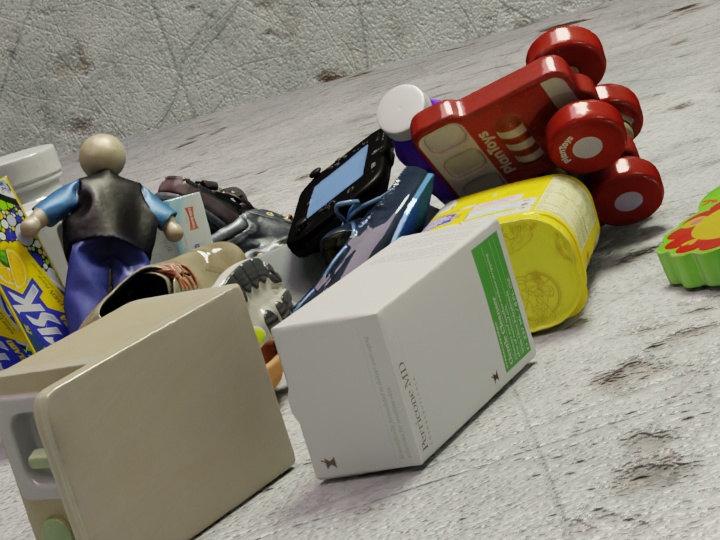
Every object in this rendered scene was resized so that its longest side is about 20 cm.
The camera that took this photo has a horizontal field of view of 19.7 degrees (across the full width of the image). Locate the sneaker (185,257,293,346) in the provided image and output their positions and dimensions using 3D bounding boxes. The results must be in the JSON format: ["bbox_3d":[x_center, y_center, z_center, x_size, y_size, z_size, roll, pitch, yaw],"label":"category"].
[{"bbox_3d":[-0.124,0.059,1.523,0.080,0.078,0.200,-36,-4,36],"label":"sneaker"}]

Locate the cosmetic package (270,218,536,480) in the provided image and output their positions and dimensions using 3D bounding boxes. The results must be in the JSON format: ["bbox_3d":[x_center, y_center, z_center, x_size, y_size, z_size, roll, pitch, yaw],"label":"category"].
[{"bbox_3d":[0.032,0.049,1.372,0.084,0.108,0.200,-10,15,29],"label":"cosmetic package"}]

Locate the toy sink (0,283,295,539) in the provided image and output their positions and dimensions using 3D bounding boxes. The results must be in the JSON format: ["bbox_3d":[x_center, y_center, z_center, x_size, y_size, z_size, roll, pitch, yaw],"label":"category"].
[{"bbox_3d":[-0.155,0.107,1.320,0.112,0.131,0.200,-9,15,37],"label":"toy sink"}]

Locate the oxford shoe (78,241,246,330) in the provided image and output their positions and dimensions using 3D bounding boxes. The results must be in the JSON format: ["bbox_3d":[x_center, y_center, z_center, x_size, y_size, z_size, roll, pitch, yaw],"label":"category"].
[{"bbox_3d":[-0.145,0.023,1.620,0.200,0.070,0.075,-41,-14,-46],"label":"oxford shoe"}]

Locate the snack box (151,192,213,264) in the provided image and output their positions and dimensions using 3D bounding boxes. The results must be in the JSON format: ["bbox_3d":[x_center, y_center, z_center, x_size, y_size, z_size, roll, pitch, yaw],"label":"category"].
[{"bbox_3d":[-0.175,0.003,1.826,0.037,0.117,0.200,-15,2,-25],"label":"snack box"}]

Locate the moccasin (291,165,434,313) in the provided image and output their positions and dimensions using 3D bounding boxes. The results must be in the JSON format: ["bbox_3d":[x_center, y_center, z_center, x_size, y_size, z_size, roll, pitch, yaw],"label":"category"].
[{"bbox_3d":[-0.003,-0.015,1.624,0.068,0.081,0.200,19,49,16],"label":"moccasin"}]

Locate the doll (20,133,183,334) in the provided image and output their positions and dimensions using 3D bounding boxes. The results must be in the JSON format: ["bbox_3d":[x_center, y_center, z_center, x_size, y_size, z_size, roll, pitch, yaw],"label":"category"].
[{"bbox_3d":[-0.211,-0.024,1.692,0.136,0.201,0.048,6,-27,-19],"label":"doll"}]

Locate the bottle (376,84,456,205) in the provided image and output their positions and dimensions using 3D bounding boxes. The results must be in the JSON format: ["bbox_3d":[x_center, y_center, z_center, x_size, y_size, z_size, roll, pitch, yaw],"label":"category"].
[{"bbox_3d":[0.081,-0.096,1.809,0.065,0.084,0.200,-34,-36,14],"label":"bottle"}]

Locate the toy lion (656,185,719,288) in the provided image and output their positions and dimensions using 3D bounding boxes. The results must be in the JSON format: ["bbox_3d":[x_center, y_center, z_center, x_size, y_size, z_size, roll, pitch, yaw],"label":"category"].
[{"bbox_3d":[0.308,-0.045,1.550,0.191,0.069,0.200,-26,11,-1],"label":"toy lion"}]

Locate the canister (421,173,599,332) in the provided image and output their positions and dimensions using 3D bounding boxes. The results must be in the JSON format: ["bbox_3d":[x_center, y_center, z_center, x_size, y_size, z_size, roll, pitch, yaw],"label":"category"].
[{"bbox_3d":[0.108,-0.010,1.602,0.148,0.087,0.200,-14,10,15],"label":"canister"}]

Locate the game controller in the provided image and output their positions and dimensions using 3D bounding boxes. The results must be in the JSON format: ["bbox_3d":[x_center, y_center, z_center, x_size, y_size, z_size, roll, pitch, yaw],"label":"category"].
[{"bbox_3d":[-0.014,-0.070,1.778,0.104,0.042,0.200,-46,10,14],"label":"game controller"}]

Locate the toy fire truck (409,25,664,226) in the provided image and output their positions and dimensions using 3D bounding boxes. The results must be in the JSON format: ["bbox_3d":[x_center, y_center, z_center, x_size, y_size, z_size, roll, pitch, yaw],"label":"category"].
[{"bbox_3d":[0.152,-0.097,1.739,0.167,0.200,0.113,-24,48,17],"label":"toy fire truck"}]

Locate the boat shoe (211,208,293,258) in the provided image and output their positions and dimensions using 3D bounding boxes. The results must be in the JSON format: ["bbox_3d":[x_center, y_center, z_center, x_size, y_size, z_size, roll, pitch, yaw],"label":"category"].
[{"bbox_3d":[-0.054,-0.023,1.849,0.200,0.091,0.071,-27,-14,-37],"label":"boat shoe"}]

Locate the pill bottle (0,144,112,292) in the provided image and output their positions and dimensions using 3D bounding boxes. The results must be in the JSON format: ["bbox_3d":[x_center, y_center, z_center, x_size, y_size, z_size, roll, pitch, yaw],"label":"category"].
[{"bbox_3d":[-0.292,-0.009,1.918,0.110,0.201,0.111,-16,10,3],"label":"pill bottle"}]

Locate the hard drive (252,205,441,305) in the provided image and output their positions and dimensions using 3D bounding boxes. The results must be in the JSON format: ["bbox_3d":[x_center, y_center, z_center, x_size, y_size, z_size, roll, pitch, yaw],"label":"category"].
[{"bbox_3d":[0.000,0.000,1.756,0.199,0.033,0.139,-24,32,-29],"label":"hard drive"}]

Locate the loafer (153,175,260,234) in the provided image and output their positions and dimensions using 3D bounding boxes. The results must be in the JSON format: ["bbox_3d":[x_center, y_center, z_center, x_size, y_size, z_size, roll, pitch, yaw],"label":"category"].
[{"bbox_3d":[-0.121,-0.048,1.910,0.072,0.063,0.200,7,-19,35],"label":"loafer"}]

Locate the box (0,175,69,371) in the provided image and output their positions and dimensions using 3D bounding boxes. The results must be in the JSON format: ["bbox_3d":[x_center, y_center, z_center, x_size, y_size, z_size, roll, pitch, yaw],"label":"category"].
[{"bbox_3d":[-0.280,0.032,1.680,0.064,0.201,0.070,-27,3,37],"label":"box"}]

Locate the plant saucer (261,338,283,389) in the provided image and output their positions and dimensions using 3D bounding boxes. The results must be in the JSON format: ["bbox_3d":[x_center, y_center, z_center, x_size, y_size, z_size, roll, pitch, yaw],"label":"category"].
[{"bbox_3d":[-0.147,0.103,1.571,0.199,0.038,0.200,-17,10,3],"label":"plant saucer"}]
